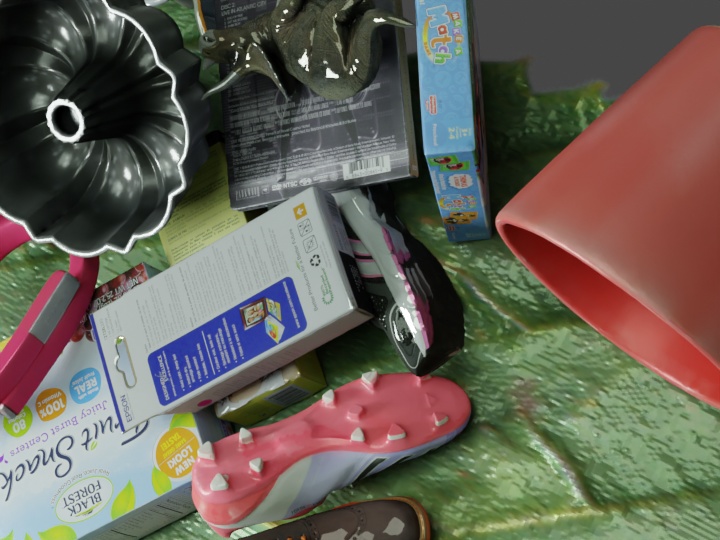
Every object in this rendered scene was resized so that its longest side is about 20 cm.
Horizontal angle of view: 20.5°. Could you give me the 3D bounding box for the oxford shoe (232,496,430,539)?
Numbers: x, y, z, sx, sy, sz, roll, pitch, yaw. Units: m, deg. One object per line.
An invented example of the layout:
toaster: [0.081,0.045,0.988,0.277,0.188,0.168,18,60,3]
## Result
oxford shoe: [-0.046,0.204,1.350,0.199,0.072,0.072,-26,68,18]

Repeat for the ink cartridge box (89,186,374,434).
ink cartridge box: [-0.091,0.030,1.361,0.199,0.037,0.095,-28,66,19]

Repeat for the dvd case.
dvd case: [-0.035,-0.151,1.373,0.147,0.016,0.202,-10,82,30]

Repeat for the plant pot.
plant pot: [0.212,-0.039,1.230,0.200,0.200,0.178,35,84,27]

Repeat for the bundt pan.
bundt pan: [-0.189,-0.117,1.402,0.200,0.076,0.204,10,116,22]

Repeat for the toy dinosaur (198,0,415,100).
toy dinosaur: [-0.018,-0.153,1.303,0.199,0.077,0.104,15,105,44]

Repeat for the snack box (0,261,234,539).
snack box: [-0.199,0.116,1.445,0.199,0.068,0.170,-28,67,18]

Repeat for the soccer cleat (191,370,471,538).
soccer cleat: [-0.020,0.125,1.355,0.198,0.077,0.067,-19,52,-8]

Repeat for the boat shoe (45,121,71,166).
boat shoe: [-0.207,-0.101,1.503,0.199,0.071,0.092,-14,74,29]

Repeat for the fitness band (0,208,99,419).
fitness band: [-0.270,0.038,1.450,0.143,0.037,0.201,18,70,46]

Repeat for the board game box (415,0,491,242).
board game box: [0.061,-0.119,1.304,0.036,0.200,0.153,-4,76,5]

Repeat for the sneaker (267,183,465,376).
sneaker: [0.000,0.000,1.383,0.086,0.080,0.201,-41,53,18]

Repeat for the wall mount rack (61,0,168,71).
wall mount rack: [-0.236,-0.219,1.529,0.198,0.075,0.176,3,71,27]

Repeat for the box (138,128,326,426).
box: [-0.093,0.005,1.432,0.075,0.050,0.202,-28,67,17]

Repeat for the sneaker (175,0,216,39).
sneaker: [-0.060,-0.172,1.443,0.080,0.078,0.200,-50,58,7]
